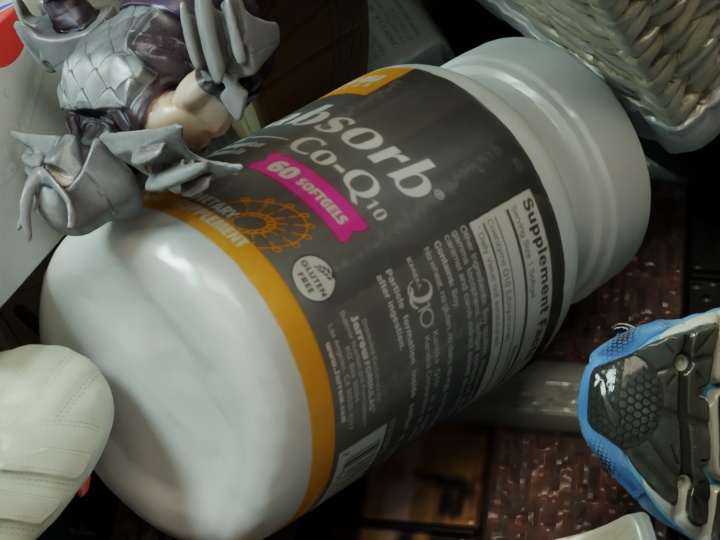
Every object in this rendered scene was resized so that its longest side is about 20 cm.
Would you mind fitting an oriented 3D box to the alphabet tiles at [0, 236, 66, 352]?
[{"bbox_3d":[-0.153,-0.013,0.956,0.166,0.006,0.201,-20,72,-52],"label":"alphabet tiles"}]

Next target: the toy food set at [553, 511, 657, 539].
[{"bbox_3d":[0.000,0.155,0.804,0.198,0.060,0.145,-9,76,-7],"label":"toy food set"}]

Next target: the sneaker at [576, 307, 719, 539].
[{"bbox_3d":[0.105,0.051,0.887,0.089,0.200,0.079,7,86,26],"label":"sneaker"}]

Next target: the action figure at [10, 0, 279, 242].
[{"bbox_3d":[-0.051,-0.091,0.867,0.130,0.069,0.201,12,65,48],"label":"action figure"}]

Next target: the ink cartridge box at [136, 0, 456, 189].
[{"bbox_3d":[-0.080,-0.078,1.089,0.199,0.057,0.163,-32,51,0],"label":"ink cartridge box"}]

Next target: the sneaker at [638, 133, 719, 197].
[{"bbox_3d":[0.163,-0.074,1.056,0.107,0.068,0.201,-23,48,-28],"label":"sneaker"}]

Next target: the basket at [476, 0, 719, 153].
[{"bbox_3d":[0.092,-0.188,0.981,0.198,0.161,0.200,-48,58,-1],"label":"basket"}]

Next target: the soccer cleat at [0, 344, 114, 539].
[{"bbox_3d":[-0.155,0.070,0.830,0.199,0.078,0.069,-32,44,-28],"label":"soccer cleat"}]

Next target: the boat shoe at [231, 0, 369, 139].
[{"bbox_3d":[-0.053,-0.124,0.977,0.064,0.201,0.071,7,34,40],"label":"boat shoe"}]

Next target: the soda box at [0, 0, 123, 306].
[{"bbox_3d":[-0.125,-0.040,0.941,0.063,0.068,0.200,-27,16,32],"label":"soda box"}]

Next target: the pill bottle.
[{"bbox_3d":[0.000,0.000,0.941,0.116,0.117,0.200,33,44,28],"label":"pill bottle"}]
